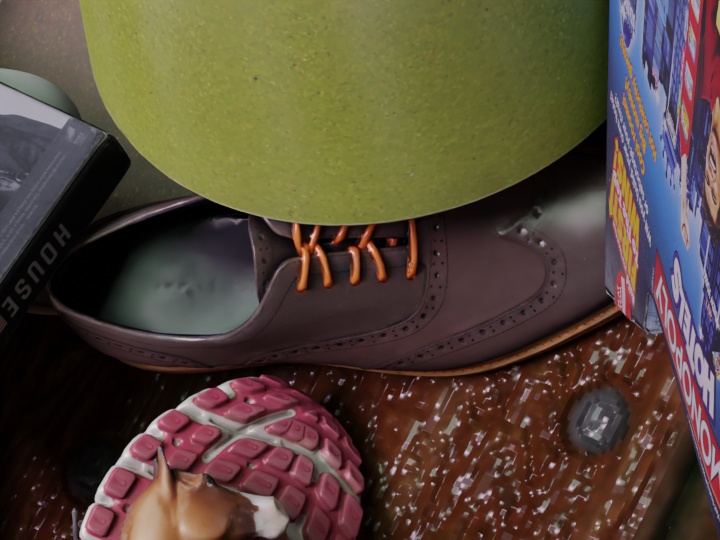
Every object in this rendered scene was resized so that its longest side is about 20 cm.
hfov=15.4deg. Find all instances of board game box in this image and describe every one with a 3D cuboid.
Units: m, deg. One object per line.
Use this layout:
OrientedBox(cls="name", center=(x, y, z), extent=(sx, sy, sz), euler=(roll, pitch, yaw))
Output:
OrientedBox(cls="board game box", center=(0.107, -0.034, 0.698), extent=(0.061, 0.201, 0.201), euler=(-5, 44, -4))

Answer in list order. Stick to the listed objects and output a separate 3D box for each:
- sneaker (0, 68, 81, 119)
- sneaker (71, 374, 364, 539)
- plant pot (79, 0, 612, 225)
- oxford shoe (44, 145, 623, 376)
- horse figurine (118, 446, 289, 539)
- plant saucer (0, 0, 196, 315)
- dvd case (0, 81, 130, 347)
OrientedBox(cls="sneaker", center=(-0.179, 0.004, 0.882), extent=(0.199, 0.074, 0.082), euler=(-24, 49, 12))
OrientedBox(cls="sneaker", center=(-0.073, 0.119, 0.829), extent=(0.080, 0.075, 0.200), euler=(36, 76, -7))
OrientedBox(cls="plant pot", center=(-0.010, -0.147, 0.753), extent=(0.186, 0.200, 0.188), euler=(-6, 53, 7))
OrientedBox(cls="oxford shoe", center=(0.000, 0.000, 0.818), extent=(0.199, 0.073, 0.072), euler=(-10, 85, 13))
OrientedBox(cls="horse figurine", center=(-0.030, 0.165, 0.766), extent=(0.132, 0.050, 0.201), euler=(17, 84, 0))
OrientedBox(cls="plant saucer", center=(-0.079, -0.074, 0.935), extent=(0.199, 0.034, 0.201), euler=(-12, 64, 25))
OrientedBox(cls="dvd case", center=(-0.190, -0.015, 0.840), extent=(0.199, 0.025, 0.151), euler=(25, 72, 31))
